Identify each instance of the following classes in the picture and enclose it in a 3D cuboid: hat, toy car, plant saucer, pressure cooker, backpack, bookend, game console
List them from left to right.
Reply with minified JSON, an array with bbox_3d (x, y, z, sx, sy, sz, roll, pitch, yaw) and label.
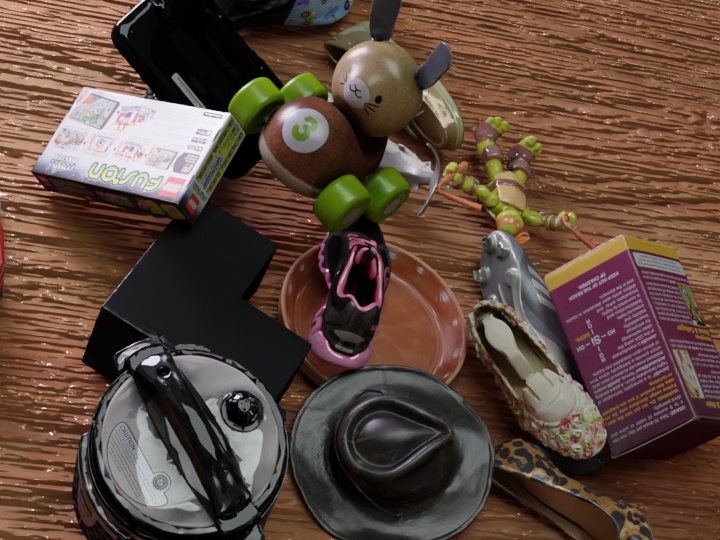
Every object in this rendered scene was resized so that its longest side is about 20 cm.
[{"bbox_3d":[-0.151,0.162,1.455,0.174,0.200,0.180,19,63,-3],"label":"pressure cooker"},{"bbox_3d":[-0.161,-0.210,1.795,0.200,0.116,0.176,49,62,-13],"label":"game console"},{"bbox_3d":[-0.127,0.051,1.638,0.197,0.092,0.201,32,48,2],"label":"bookend"},{"bbox_3d":[-0.092,-0.368,1.951,0.198,0.135,0.184,-4,57,-28],"label":"backpack"},{"bbox_3d":[0.002,-0.169,1.662,0.165,0.200,0.157,48,29,15],"label":"toy car"},{"bbox_3d":[0.011,0.056,1.730,0.198,0.032,0.202,12,51,-14],"label":"plant saucer"},{"bbox_3d":[0.035,0.161,1.599,0.198,0.081,0.203,4,63,-8],"label":"hat"}]

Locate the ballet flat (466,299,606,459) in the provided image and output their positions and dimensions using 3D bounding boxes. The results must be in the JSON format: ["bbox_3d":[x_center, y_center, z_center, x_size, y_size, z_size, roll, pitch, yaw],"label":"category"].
[{"bbox_3d":[0.164,0.104,1.683,0.075,0.064,0.200,-41,58,-1],"label":"ballet flat"}]

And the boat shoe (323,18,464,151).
[{"bbox_3d":[0.039,-0.201,1.917,0.063,0.074,0.201,-26,64,-28],"label":"boat shoe"}]

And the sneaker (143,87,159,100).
[{"bbox_3d":[-0.189,-0.148,1.791,0.085,0.078,0.202,27,46,-25],"label":"sneaker"}]

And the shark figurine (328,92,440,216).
[{"bbox_3d":[0.018,-0.106,1.822,0.214,0.128,0.090,34,87,33],"label":"shark figurine"}]

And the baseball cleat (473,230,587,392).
[{"bbox_3d":[0.189,0.050,1.795,0.105,0.070,0.202,5,56,-36],"label":"baseball cleat"}]

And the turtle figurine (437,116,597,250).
[{"bbox_3d":[0.170,-0.085,1.882,0.198,0.065,0.162,18,44,-13],"label":"turtle figurine"}]

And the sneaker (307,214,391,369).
[{"bbox_3d":[0.000,0.000,1.682,0.078,0.096,0.201,13,42,-9],"label":"sneaker"}]

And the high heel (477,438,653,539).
[{"bbox_3d":[0.196,0.243,1.630,0.141,0.072,0.201,3,39,-25],"label":"high heel"}]

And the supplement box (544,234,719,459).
[{"bbox_3d":[0.286,0.080,1.724,0.130,0.103,0.202,11,54,-55],"label":"supplement box"}]

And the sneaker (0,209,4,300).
[{"bbox_3d":[-0.368,-0.056,1.628,0.076,0.085,0.202,-4,56,-25],"label":"sneaker"}]

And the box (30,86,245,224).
[{"bbox_3d":[-0.220,-0.115,1.678,0.198,0.035,0.111,14,64,34],"label":"box"}]
